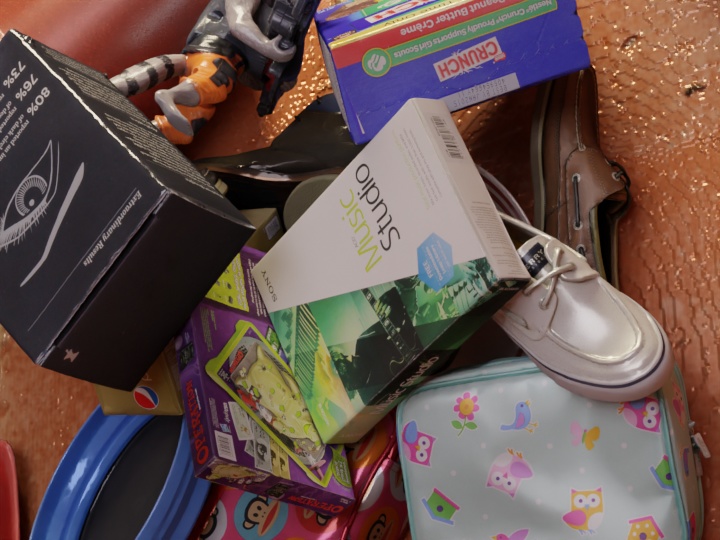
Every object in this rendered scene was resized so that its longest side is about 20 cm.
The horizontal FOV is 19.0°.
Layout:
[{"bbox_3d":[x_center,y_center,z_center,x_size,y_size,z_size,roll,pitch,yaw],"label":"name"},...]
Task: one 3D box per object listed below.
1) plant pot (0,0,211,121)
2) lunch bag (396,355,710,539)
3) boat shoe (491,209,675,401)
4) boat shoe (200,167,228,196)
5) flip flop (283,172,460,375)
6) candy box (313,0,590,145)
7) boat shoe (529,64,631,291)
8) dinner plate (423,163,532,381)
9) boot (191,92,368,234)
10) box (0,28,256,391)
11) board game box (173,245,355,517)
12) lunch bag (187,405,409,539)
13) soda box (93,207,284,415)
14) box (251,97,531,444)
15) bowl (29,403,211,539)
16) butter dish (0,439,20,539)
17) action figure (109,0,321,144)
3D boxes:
[{"bbox_3d":[-0.204,-0.169,1.671,0.195,0.201,0.201,-43,57,-4],"label":"plant pot"},{"bbox_3d":[0.128,0.127,1.416,0.200,0.077,0.160,-9,88,22],"label":"lunch bag"},{"bbox_3d":[0.117,0.012,1.371,0.071,0.070,0.200,-42,48,-9],"label":"boat shoe"},{"bbox_3d":[-0.192,-0.025,1.585,0.200,0.073,0.065,-32,100,11],"label":"boat shoe"},{"bbox_3d":[0.000,0.000,1.499,0.200,0.058,0.081,53,130,39],"label":"flip flop"},{"bbox_3d":[0.059,-0.161,1.500,0.169,0.200,0.077,-18,105,0],"label":"candy box"},{"bbox_3d":[0.159,-0.054,1.506,0.068,0.072,0.200,0,82,28],"label":"boat shoe"},{"bbox_3d":[0.059,0.015,1.511,0.200,0.024,0.200,11,106,42],"label":"dinner plate"},{"bbox_3d":[-0.040,-0.084,1.629,0.200,0.075,0.097,7,55,30],"label":"boot"},{"bbox_3d":[-0.194,-0.040,1.433,0.148,0.104,0.200,-51,58,10],"label":"box"},{"bbox_3d":[-0.072,0.065,1.457,0.032,0.120,0.200,-46,41,35],"label":"board game box"},{"bbox_3d":[-0.058,0.164,1.524,0.176,0.082,0.200,21,79,36],"label":"lunch bag"},{"bbox_3d":[-0.121,0.028,1.547,0.068,0.064,0.200,-3,26,27],"label":"soda box"},{"bbox_3d":[0.015,0.003,1.415,0.200,0.036,0.144,-47,56,38],"label":"box"},{"bbox_3d":[-0.171,0.164,1.548,0.201,0.039,0.201,-42,30,31],"label":"bowl"},{"bbox_3d":[-0.369,0.222,1.615,0.199,0.148,0.200,-16,64,22],"label":"butter dish"},{"bbox_3d":[-0.097,-0.168,1.550,0.105,0.200,0.193,36,59,4],"label":"action figure"}]
